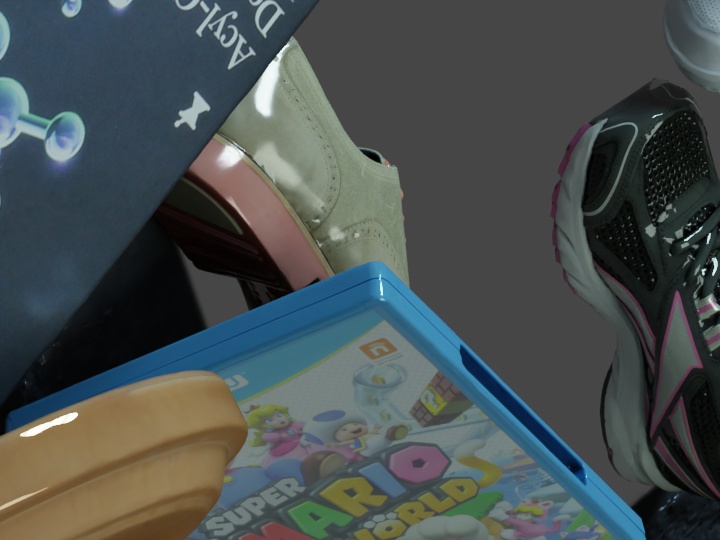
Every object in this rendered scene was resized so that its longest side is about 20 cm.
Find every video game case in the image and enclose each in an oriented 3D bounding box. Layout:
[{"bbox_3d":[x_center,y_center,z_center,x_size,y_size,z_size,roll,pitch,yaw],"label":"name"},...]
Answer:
[{"bbox_3d":[-0.006,0.075,0.826,0.143,0.018,0.200,-22,141,21],"label":"video game case"}]

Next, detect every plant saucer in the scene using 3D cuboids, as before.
[{"bbox_3d":[-0.119,0.093,0.678,0.200,0.032,0.200,-30,169,-6],"label":"plant saucer"}]

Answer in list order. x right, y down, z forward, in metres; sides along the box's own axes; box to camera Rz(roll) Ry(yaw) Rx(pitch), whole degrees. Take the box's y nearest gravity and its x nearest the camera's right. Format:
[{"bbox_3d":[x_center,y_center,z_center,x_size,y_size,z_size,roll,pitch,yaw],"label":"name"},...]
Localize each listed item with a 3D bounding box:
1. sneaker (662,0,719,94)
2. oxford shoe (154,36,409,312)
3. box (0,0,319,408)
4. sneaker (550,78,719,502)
[{"bbox_3d":[0.152,-0.169,0.877,0.201,0.075,0.115,-67,154,-3],"label":"sneaker"},{"bbox_3d":[0.000,0.000,0.828,0.075,0.070,0.200,-55,140,-20],"label":"oxford shoe"},{"bbox_3d":[-0.116,-0.080,0.642,0.200,0.107,0.149,-53,138,-12],"label":"box"},{"bbox_3d":[0.142,0.014,0.963,0.080,0.086,0.201,-41,133,-26],"label":"sneaker"}]
